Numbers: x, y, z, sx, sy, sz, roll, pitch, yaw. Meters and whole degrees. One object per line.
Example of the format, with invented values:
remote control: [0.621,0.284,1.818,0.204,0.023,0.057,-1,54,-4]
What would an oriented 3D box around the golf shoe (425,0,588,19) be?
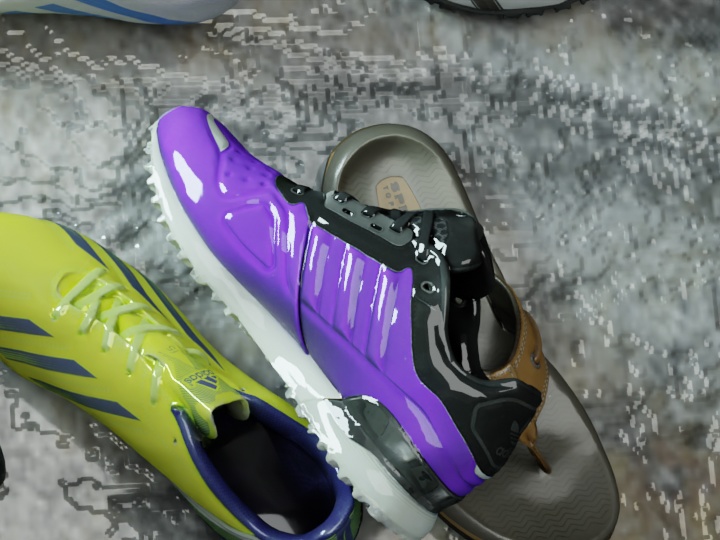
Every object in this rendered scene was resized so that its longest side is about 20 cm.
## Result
golf shoe: [0.026,-0.165,1.045,0.200,0.094,0.078,16,74,-10]

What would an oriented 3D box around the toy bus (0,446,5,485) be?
toy bus: [-0.236,0.012,0.928,0.136,0.200,0.192,-26,49,-17]

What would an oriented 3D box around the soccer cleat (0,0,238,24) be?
soccer cleat: [-0.137,-0.137,1.005,0.200,0.086,0.070,-1,78,-13]

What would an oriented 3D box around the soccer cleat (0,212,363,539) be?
soccer cleat: [-0.078,0.041,0.982,0.200,0.084,0.065,41,73,-1]

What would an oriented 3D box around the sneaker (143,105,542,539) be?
sneaker: [0.000,0.000,0.986,0.100,0.070,0.200,-39,74,11]

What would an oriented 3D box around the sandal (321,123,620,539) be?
sandal: [0.045,0.028,1.028,0.082,0.055,0.200,-19,83,-16]
